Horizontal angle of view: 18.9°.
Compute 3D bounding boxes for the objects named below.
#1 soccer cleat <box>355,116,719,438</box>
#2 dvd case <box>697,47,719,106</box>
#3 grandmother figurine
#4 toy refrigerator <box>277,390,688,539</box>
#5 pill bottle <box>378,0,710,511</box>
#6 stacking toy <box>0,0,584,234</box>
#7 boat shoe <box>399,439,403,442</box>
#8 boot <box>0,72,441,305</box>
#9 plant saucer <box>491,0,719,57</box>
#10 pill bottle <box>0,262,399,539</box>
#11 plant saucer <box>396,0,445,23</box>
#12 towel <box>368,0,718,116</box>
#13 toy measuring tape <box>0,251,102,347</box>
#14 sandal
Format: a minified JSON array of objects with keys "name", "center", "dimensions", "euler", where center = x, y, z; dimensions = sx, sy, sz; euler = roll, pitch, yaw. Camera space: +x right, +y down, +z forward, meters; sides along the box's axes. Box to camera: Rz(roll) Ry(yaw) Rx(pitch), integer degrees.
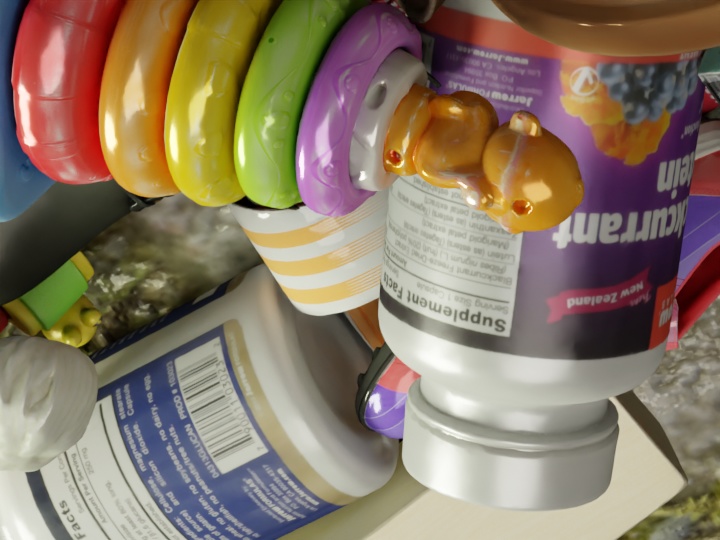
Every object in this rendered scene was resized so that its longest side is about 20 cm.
[{"name":"soccer cleat","center":[0.090,0.018,0.896],"dimensions":[0.200,0.073,0.068],"euler":[-34,154,-1]},{"name":"dvd case","center":[0.205,-0.068,0.839],"dimensions":[0.022,0.146,0.200],"euler":[-2,142,41]},{"name":"grandmother figurine","center":[-0.169,0.048,0.880],"dimensions":[0.121,0.200,0.061],"euler":[-11,94,-35]},{"name":"toy refrigerator","center":[0.041,0.116,0.972],"dimensions":[0.200,0.070,0.076],"euler":[-39,108,10]},{"name":"pill bottle","center":[0.065,-0.017,0.808],"dimensions":[0.111,0.111,0.200],"euler":[3,108,-8]},{"name":"stacking toy","center":[-0.021,-0.057,0.687],"dimensions":[0.200,0.110,0.116],"euler":[19,130,18]},{"name":"boat shoe","center":[-0.001,0.115,1.034],"dimensions":[0.201,0.063,0.074],"euler":[0,133,-3]},{"name":"boot","center":[-0.074,-0.040,0.795],"dimensions":[0.200,0.138,0.077],"euler":[-50,134,9]},{"name":"plant saucer","center":[0.118,-0.156,0.706],"dimensions":[0.200,0.201,0.032],"euler":[-25,134,17]},{"name":"pill bottle","center":[-0.093,0.085,0.965],"dimensions":[0.200,0.111,0.111],"euler":[-27,128,19]},{"name":"plant saucer","center":[0.007,-0.180,0.684],"dimensions":[0.037,0.201,0.201],"euler":[-18,132,-5]},{"name":"towel","center":[0.052,-0.074,0.895],"dimensions":[0.200,0.023,0.145],"euler":[-33,128,25]},{"name":"toy measuring tape","center":[-0.165,-0.031,0.878],"dimensions":[0.073,0.074,0.200],"euler":[-25,129,17]},{"name":"sandal","center":[0.008,-0.003,0.905],"dimensions":[0.079,0.059,0.207],"euler":[-24,133,16]}]
